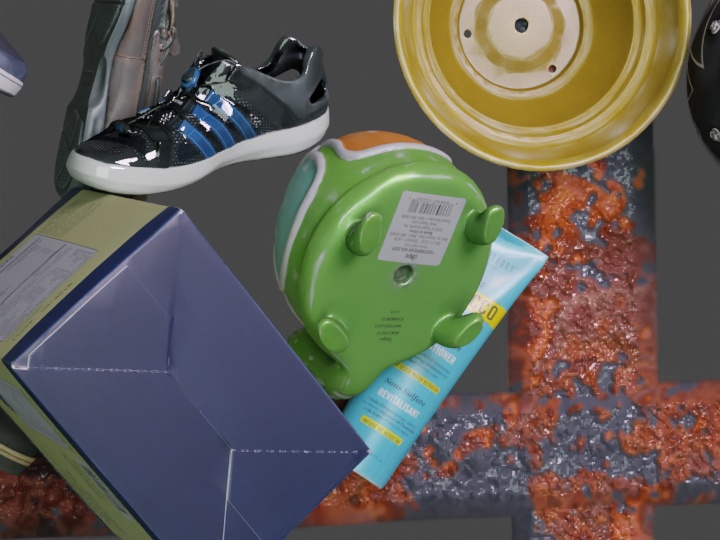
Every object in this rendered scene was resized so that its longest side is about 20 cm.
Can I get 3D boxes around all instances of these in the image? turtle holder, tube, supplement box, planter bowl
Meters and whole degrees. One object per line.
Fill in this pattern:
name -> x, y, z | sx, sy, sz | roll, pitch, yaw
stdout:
turtle holder -> 0.009, -0.007, 1.211 | 0.141, 0.132, 0.186 | -22, 130, -17
tube -> 0.047, 0.054, 1.265 | 0.077, 0.050, 0.200 | 33, 84, -12
supplement box -> -0.136, 0.070, 1.130 | 0.134, 0.200, 0.200 | -43, 113, -16
planter bowl -> 0.116, -0.168, 1.235 | 0.200, 0.083, 0.201 | -1, 95, -7

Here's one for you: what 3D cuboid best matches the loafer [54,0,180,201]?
loafer -> -0.152, -0.140, 1.223 | 0.063, 0.072, 0.201 | 13, 99, -27

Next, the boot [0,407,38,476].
boot -> -0.262, 0.027, 1.212 | 0.200, 0.077, 0.138 | 42, 84, -9

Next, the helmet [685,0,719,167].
helmet -> 0.315, -0.135, 1.206 | 0.190, 0.200, 0.201 | -16, 97, 34

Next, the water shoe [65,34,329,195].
water shoe -> -0.107, -0.107, 1.187 | 0.200, 0.071, 0.079 | -19, 121, -39

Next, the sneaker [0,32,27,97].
sneaker -> -0.258, -0.226, 1.191 | 0.146, 0.077, 0.202 | -43, 96, 0
